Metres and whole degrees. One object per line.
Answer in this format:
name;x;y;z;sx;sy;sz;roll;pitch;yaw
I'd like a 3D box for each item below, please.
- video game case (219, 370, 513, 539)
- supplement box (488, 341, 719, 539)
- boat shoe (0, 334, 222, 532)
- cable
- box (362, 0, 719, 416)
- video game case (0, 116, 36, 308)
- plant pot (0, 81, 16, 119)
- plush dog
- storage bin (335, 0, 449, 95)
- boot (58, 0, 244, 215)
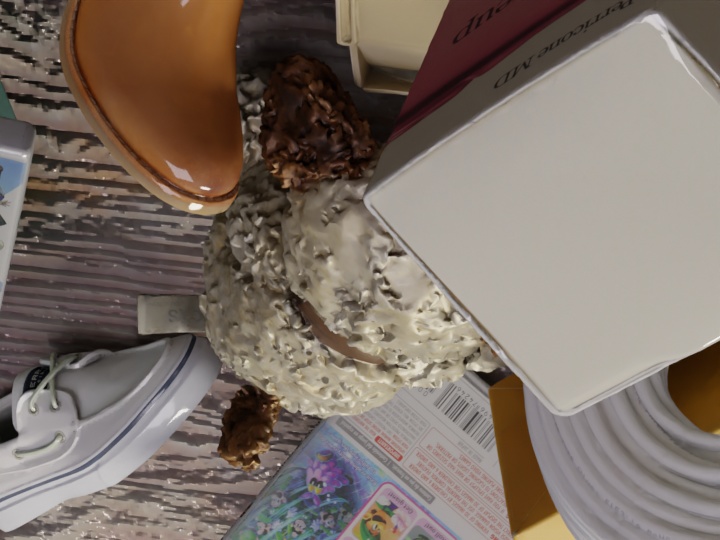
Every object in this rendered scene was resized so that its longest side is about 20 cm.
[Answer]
video game case;0.040;0.157;1.072;0.200;0.024;0.182;41;85;-3
supplement box;0.194;0.112;0.968;0.196;0.133;0.201;-29;113;12
boat shoe;-0.156;0.079;1.135;0.067;0.074;0.200;43;127;-17
cable;0.156;0.038;0.836;0.199;0.201;0.069;16;166;31
box;0.100;-0.070;0.743;0.128;0.200;0.109;-32;111;33
video game case;-0.257;-0.024;0.978;0.198;0.022;0.183;12;141;-9
plant pot;-0.270;-0.092;1.016;0.141;0.142;0.200;-24;123;31
plush dog;0.000;0.000;0.948;0.199;0.161;0.172;36;152;-7
storage bin;0.094;-0.166;0.864;0.198;0.094;0.200;8;127;13
boot;-0.055;-0.140;0.890;0.076;0.201;0.155;14;142;-39
